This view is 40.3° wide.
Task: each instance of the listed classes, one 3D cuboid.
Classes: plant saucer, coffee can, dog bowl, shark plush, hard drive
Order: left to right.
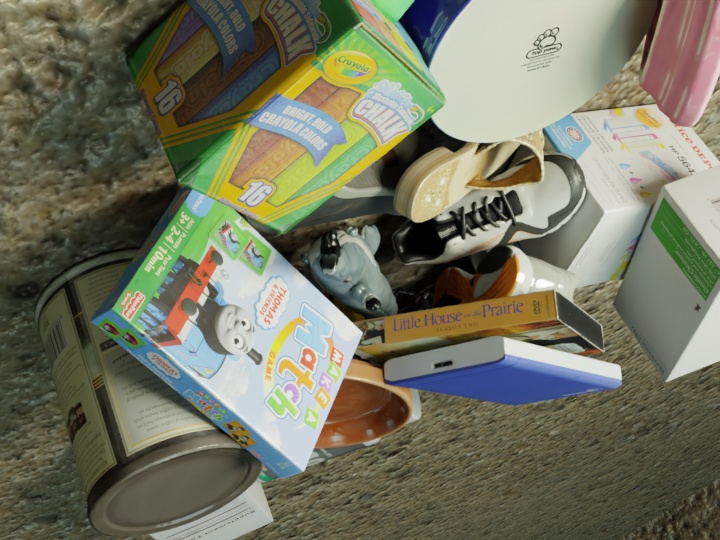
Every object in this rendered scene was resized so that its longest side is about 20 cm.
[{"bbox_3d":[-0.184,0.103,0.844,0.146,0.200,0.146,-19,150,-12],"label":"coffee can"},{"bbox_3d":[-0.049,0.127,0.952,0.200,0.032,0.200,-1,151,0],"label":"plant saucer"},{"bbox_3d":[0.000,0.000,0.855,0.091,0.083,0.200,-34,169,-9],"label":"shark plush"},{"bbox_3d":[0.137,0.097,0.917,0.132,0.025,0.200,-17,158,39],"label":"hard drive"},{"bbox_3d":[0.121,-0.193,0.745,0.200,0.079,0.200,-20,150,-12],"label":"dog bowl"},{"bbox_3d":[0.256,-0.213,0.752,0.051,0.201,0.201,13,149,9],"label":"plant saucer"}]

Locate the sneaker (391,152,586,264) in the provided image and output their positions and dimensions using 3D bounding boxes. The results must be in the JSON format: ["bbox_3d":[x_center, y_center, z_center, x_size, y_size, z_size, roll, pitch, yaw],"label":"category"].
[{"bbox_3d":[0.116,-0.047,0.911,0.200,0.074,0.080,-26,179,35],"label":"sneaker"}]

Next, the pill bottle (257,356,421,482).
[{"bbox_3d":[-0.042,0.153,1.092,0.200,0.113,0.113,-22,151,12],"label":"pill bottle"}]

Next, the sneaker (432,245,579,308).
[{"bbox_3d":[0.136,0.034,0.958,0.092,0.076,0.200,14,166,-18],"label":"sneaker"}]

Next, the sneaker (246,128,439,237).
[{"bbox_3d":[-0.007,-0.077,0.855,0.106,0.075,0.200,-24,166,37],"label":"sneaker"}]

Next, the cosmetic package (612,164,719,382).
[{"bbox_3d":[0.321,0.006,0.929,0.085,0.108,0.200,-20,147,-15],"label":"cosmetic package"}]

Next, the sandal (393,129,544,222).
[{"bbox_3d":[0.121,-0.088,0.835,0.212,0.070,0.078,-35,146,-36],"label":"sandal"}]

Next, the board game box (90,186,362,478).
[{"bbox_3d":[-0.097,0.046,0.787,0.037,0.151,0.200,-25,120,41],"label":"board game box"}]

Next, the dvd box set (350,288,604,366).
[{"bbox_3d":[0.106,0.062,0.899,0.200,0.029,0.146,-10,160,26],"label":"dvd box set"}]

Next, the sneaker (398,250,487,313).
[{"bbox_3d":[0.087,0.051,1.094,0.086,0.080,0.200,-12,146,-29],"label":"sneaker"}]

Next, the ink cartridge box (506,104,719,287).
[{"bbox_3d":[0.262,-0.078,0.987,0.200,0.129,0.125,-12,146,-27],"label":"ink cartridge box"}]

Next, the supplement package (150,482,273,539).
[{"bbox_3d":[-0.193,0.231,1.114,0.120,0.121,0.200,-24,150,-3],"label":"supplement package"}]

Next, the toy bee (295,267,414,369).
[{"bbox_3d":[-0.001,0.051,1.001,0.200,0.109,0.131,-6,143,-31],"label":"toy bee"}]

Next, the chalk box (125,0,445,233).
[{"bbox_3d":[-0.033,-0.142,0.658,0.200,0.124,0.124,-37,149,18],"label":"chalk box"}]
